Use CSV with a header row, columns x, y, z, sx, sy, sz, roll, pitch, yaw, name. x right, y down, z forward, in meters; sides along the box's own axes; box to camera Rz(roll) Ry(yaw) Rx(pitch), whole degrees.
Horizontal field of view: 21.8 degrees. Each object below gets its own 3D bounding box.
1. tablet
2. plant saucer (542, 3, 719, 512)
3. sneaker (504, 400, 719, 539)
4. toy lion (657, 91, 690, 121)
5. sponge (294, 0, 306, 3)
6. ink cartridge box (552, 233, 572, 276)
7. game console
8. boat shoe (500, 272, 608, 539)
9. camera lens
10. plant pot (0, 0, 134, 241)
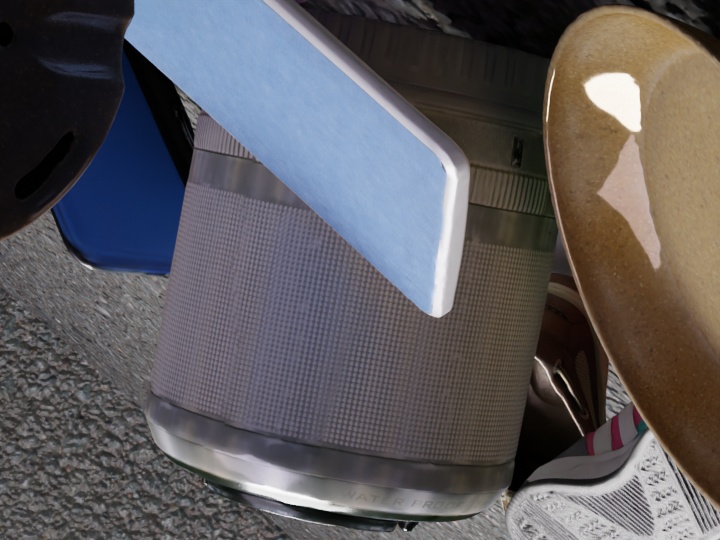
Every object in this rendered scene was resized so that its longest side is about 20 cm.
x,y,z,sx,sy,sz,roll,pitch,yaw,name
-0.037,-0.073,0.661,0.200,0.014,0.130,42,162,17,tablet
0.128,-0.001,0.640,0.201,0.035,0.201,58,162,31,plant saucer
0.148,0.068,0.838,0.084,0.121,0.200,47,145,-1,sneaker
0.178,-0.028,0.642,0.200,0.069,0.192,24,152,49,toy lion
-0.031,-0.141,0.718,0.030,0.112,0.200,42,166,-17,sponge
0.086,-0.018,0.924,0.200,0.057,0.163,37,166,31,ink cartridge box
-0.154,-0.051,1.129,0.171,0.118,0.201,108,142,-56,game console
0.093,0.106,0.937,0.074,0.075,0.203,-3,116,25,boat shoe
0.000,0.000,0.792,0.159,0.201,0.160,10,-176,-1,camera lens
-0.199,-0.098,0.667,0.198,0.201,0.200,14,152,40,plant pot
